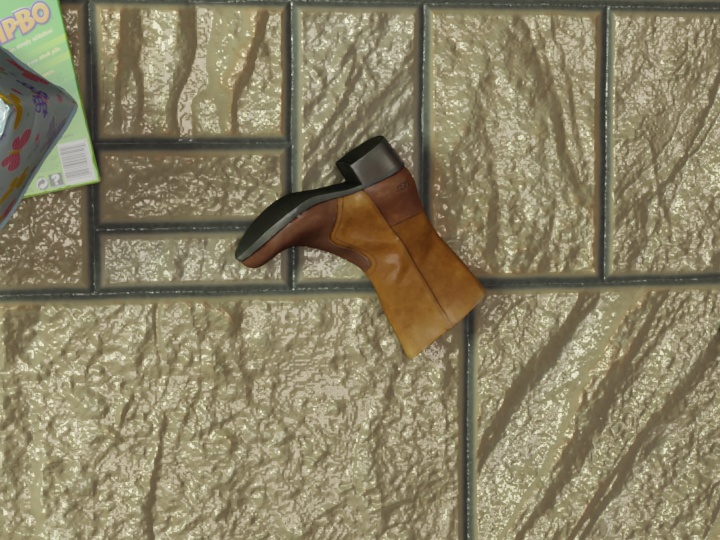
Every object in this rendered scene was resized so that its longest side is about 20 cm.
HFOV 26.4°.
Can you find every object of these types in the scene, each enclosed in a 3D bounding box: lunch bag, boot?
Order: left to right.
[{"bbox_3d":[-0.359,-0.090,1.315,0.127,0.170,0.200,33,103,4],"label":"lunch bag"},{"bbox_3d":[0.000,0.000,1.484,0.188,0.068,0.200,-37,109,-14],"label":"boot"}]

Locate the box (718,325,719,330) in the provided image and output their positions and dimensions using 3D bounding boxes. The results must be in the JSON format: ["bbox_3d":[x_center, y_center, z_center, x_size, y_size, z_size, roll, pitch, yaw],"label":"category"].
[{"bbox_3d":[0.490,0.081,1.557,0.200,0.115,0.132,43,84,-14],"label":"box"}]

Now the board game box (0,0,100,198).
[{"bbox_3d":[-0.308,-0.169,1.408,0.095,0.030,0.200,-13,100,-10],"label":"board game box"}]
